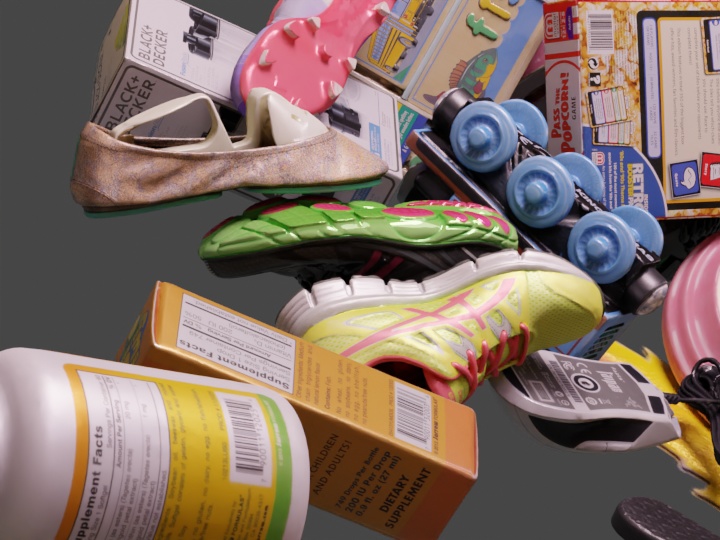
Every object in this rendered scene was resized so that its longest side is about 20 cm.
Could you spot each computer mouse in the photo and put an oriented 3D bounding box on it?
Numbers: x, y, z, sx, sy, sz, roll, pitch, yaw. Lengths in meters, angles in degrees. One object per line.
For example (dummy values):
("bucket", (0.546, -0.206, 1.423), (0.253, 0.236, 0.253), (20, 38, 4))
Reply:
("computer mouse", (0.160, 0.089, 1.553), (0.199, 0.044, 0.110), (8, 31, -26))

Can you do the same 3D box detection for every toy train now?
("toy train", (0.107, -0.027, 1.612), (0.200, 0.114, 0.087), (44, 20, 15))

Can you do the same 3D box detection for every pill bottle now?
("pill bottle", (-0.134, 0.098, 1.193), (0.199, 0.111, 0.111), (11, 34, -32))

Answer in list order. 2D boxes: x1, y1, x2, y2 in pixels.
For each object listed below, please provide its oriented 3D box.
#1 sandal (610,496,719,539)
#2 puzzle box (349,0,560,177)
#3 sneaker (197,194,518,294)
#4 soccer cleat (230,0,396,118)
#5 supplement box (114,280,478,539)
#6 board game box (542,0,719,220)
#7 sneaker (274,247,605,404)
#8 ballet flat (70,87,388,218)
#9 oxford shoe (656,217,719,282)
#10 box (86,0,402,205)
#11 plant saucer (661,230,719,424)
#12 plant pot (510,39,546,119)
("sandal", (0.229, 0.200, 1.464), (0.200, 0.045, 0.075), (31, 19, 32))
("puzzle box", (0.053, -0.165, 1.706), (0.133, 0.201, 0.025), (29, 8, -2))
("sneaker", (0.000, 0.000, 1.513), (0.199, 0.084, 0.077), (2, 13, -12))
("soccer cleat", (-0.039, -0.146, 1.611), (0.067, 0.076, 0.200), (56, 40, -18))
("supplement box", (-0.036, 0.081, 1.363), (0.199, 0.067, 0.069), (24, 32, -12))
("board game box", (0.223, -0.110, 1.702), (0.199, 0.152, 0.046), (-3, 2, -28))
("sneaker", (0.054, 0.049, 1.468), (0.199, 0.078, 0.091), (-10, 52, -12))
("ballet flat", (-0.077, -0.075, 1.497), (0.199, 0.068, 0.068), (-7, 12, -20))
("oxford shoe", (0.199, -0.038, 1.774), (0.200, 0.073, 0.084), (-5, 43, -48))
("box", (-0.074, -0.103, 1.625), (0.199, 0.060, 0.117), (23, 29, -14))
("plant saucer", (0.307, 0.040, 1.687), (0.200, 0.051, 0.201), (6, 55, -9))
("plant pot", (0.083, -0.194, 1.807), (0.200, 0.200, 0.179), (-9, 62, -50))
